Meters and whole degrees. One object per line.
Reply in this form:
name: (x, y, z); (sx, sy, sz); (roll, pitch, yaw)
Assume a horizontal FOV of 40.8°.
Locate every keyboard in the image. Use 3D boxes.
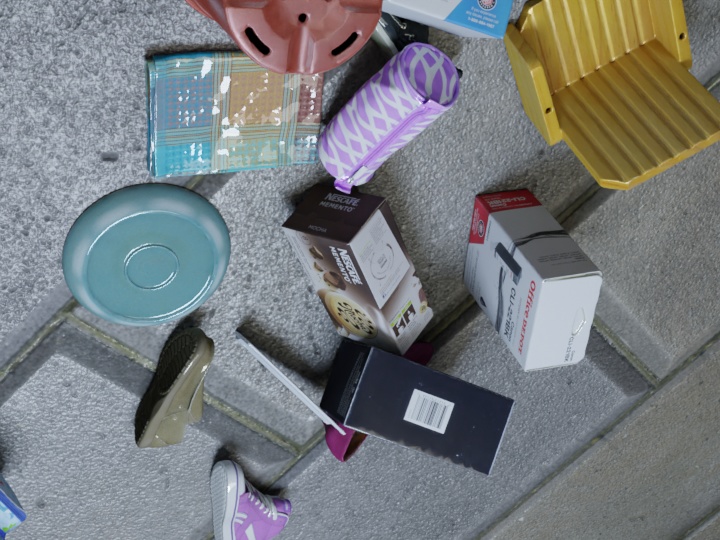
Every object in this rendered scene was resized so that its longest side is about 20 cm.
keyboard: (-0.092, 0.150, 1.284); (0.011, 0.056, 0.200); (-50, 118, -13)

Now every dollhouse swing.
dollhouse swing: (0.304, -0.230, 1.124); (0.199, 0.176, 0.182); (-28, 130, -1)

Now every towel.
towel: (-0.137, -0.174, 1.076); (0.199, 0.022, 0.147); (-7, 127, -19)

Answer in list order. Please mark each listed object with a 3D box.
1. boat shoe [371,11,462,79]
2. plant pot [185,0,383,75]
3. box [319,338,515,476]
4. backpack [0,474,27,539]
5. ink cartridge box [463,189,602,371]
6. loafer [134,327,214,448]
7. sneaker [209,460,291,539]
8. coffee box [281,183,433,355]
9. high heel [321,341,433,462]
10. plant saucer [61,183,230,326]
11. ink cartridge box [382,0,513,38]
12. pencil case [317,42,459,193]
boat shoe: (0.054, -0.259, 1.063); (0.066, 0.075, 0.199); (-41, 128, 4)
plant pot: (-0.076, -0.289, 0.905); (0.200, 0.195, 0.202); (-12, 127, -16)
box: (0.067, 0.173, 1.256); (0.199, 0.182, 0.105); (21, 86, -10)
backpack: (-0.491, 0.288, 1.146); (0.147, 0.200, 0.183); (-40, 131, -18)
ink cartridge box: (0.214, 0.010, 1.243); (0.083, 0.200, 0.145); (-9, 127, -18)
loafer: (-0.230, 0.152, 1.245); (0.067, 0.076, 0.200); (13, 128, -31)
sneaker: (-0.157, 0.332, 1.411); (0.114, 0.073, 0.201); (-13, 138, -19)
coffee box: (0.000, 0.000, 1.189); (0.080, 0.113, 0.200); (-50, 137, -27)
high heel: (0.034, 0.185, 1.361); (0.200, 0.096, 0.067); (-41, 130, 9)
plant saucer: (-0.248, -0.009, 1.146); (0.199, 0.027, 0.201); (-12, 128, -16)
ink cartridge box: (0.091, -0.349, 0.967); (0.145, 0.084, 0.201); (10, 99, -28)
pencil case: (0.025, -0.164, 1.061); (0.084, 0.086, 0.200); (22, 146, -21)
